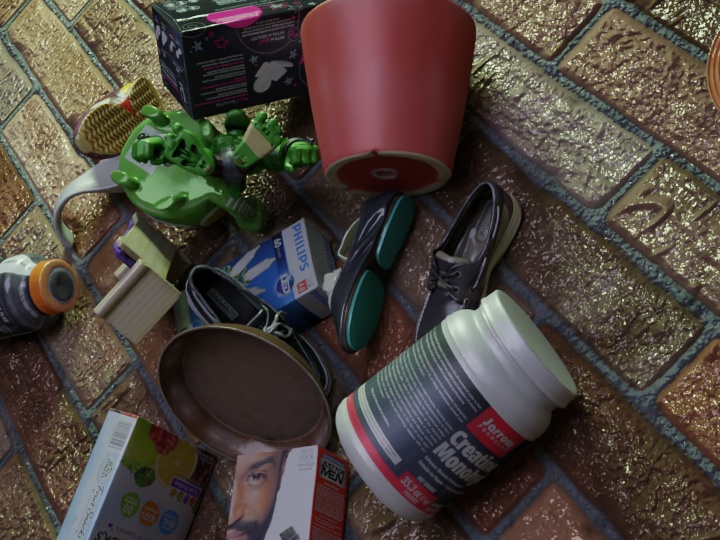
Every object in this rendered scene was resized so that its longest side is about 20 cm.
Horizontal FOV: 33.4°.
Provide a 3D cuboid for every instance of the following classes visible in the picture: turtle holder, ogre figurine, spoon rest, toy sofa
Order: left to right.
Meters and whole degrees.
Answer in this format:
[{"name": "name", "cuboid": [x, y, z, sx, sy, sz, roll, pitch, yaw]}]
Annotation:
[{"name": "spoon rest", "cuboid": [-0.354, -0.118, 1.650, 0.200, 0.061, 0.100, -42, 34, 12]}, {"name": "toy sofa", "cuboid": [-0.268, 0.006, 1.435, 0.083, 0.098, 0.200, -47, 12, 6]}, {"name": "turtle holder", "cuboid": [-0.201, -0.119, 1.490, 0.184, 0.132, 0.142, 0, 73, 18]}, {"name": "ogre figurine", "cuboid": [-0.147, -0.132, 1.358, 0.199, 0.120, 0.099, -19, 91, 3]}]

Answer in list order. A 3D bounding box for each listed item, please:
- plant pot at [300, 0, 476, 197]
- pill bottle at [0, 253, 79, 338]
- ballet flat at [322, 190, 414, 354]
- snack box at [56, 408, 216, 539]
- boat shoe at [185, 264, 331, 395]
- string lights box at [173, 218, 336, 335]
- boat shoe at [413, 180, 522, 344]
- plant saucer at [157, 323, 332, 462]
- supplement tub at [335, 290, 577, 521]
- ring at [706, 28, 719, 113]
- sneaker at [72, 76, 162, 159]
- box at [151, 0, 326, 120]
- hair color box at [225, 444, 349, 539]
[{"name": "plant pot", "cuboid": [0.030, -0.187, 1.332, 0.199, 0.200, 0.179, -9, 71, 33]}, {"name": "pill bottle", "cuboid": [-0.476, 0.036, 1.629, 0.199, 0.106, 0.107, -12, 59, 31]}, {"name": "ballet flat", "cuboid": [0.000, 0.000, 1.319, 0.073, 0.073, 0.201, 2, 61, 37]}, {"name": "snack box", "cuboid": [-0.249, 0.269, 1.301, 0.053, 0.142, 0.201, 8, 69, 38]}, {"name": "boat shoe", "cuboid": [-0.109, 0.067, 1.295, 0.074, 0.068, 0.199, -41, 85, -13]}, {"name": "string lights box", "cuboid": [-0.121, 0.036, 1.395, 0.199, 0.059, 0.103, -30, 50, 20]}, {"name": "boat shoe", "cuboid": [0.101, -0.002, 1.246, 0.072, 0.065, 0.201, 22, 80, 40]}, {"name": "plant saucer", "cuboid": [-0.118, 0.128, 1.268, 0.199, 0.201, 0.035, -13, 29, 31]}, {"name": "supplement tub", "cuboid": [0.089, 0.128, 1.131, 0.200, 0.140, 0.141, -39, 48, 13]}, {"name": "ring", "cuboid": [0.432, -0.207, 1.148, 0.199, 0.019, 0.202, -18, 55, 27]}, {"name": "sneaker", "cuboid": [-0.350, -0.196, 1.652, 0.090, 0.075, 0.200, -23, 16, 29]}, {"name": "box", "cuboid": [-0.140, -0.276, 1.477, 0.199, 0.115, 0.132, -15, 33, -20]}, {"name": "hair color box", "cuboid": [-0.080, 0.287, 1.220, 0.110, 0.064, 0.201, -13, 57, 31]}]
